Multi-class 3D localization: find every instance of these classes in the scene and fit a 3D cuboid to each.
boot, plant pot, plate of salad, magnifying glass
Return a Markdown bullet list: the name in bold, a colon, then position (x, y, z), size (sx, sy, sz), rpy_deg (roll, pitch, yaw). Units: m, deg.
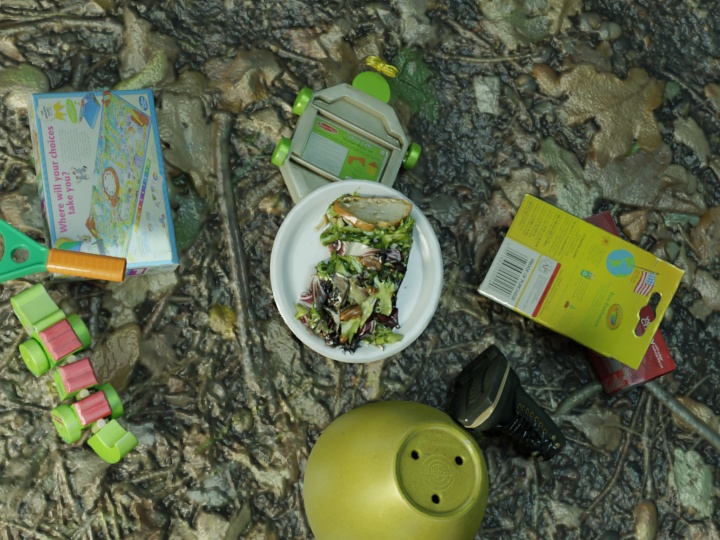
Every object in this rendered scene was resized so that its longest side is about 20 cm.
- **boot**: position (0.170, 0.160, 1.728), size (0.077, 0.200, 0.138), rpy_deg (-41, 94, 16)
- **plant pot**: position (0.055, 0.221, 1.684), size (0.198, 0.142, 0.202), rpy_deg (6, 71, -18)
- **plate of salad**: position (0.000, 0.000, 1.768), size (0.198, 0.048, 0.202), rpy_deg (1, 87, -17)
- **magnifying glass**: position (-0.339, -0.014, 1.651), size (0.198, 0.022, 0.080), rpy_deg (7, 70, 2)

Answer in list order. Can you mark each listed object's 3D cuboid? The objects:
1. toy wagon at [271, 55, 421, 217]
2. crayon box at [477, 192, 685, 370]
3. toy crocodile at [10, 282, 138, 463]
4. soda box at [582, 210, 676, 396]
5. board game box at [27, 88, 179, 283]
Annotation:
- **toy wagon**: position (-0.008, -0.150, 1.836), size (0.154, 0.040, 0.201), rpy_deg (26, 66, -11)
- **crayon box**: position (0.248, 0.014, 1.811), size (0.199, 0.051, 0.128), rpy_deg (28, 91, 13)
- **toy crocodile**: position (-0.291, 0.105, 1.637), size (0.067, 0.062, 0.201), rpy_deg (-25, 82, -25)
- **soda box**: position (0.287, 0.039, 1.872), size (0.070, 0.063, 0.202), rpy_deg (-17, 80, -23)
- **board game box**: position (-0.275, -0.092, 1.721), size (0.133, 0.034, 0.202), rpy_deg (-4, 75, -22)
